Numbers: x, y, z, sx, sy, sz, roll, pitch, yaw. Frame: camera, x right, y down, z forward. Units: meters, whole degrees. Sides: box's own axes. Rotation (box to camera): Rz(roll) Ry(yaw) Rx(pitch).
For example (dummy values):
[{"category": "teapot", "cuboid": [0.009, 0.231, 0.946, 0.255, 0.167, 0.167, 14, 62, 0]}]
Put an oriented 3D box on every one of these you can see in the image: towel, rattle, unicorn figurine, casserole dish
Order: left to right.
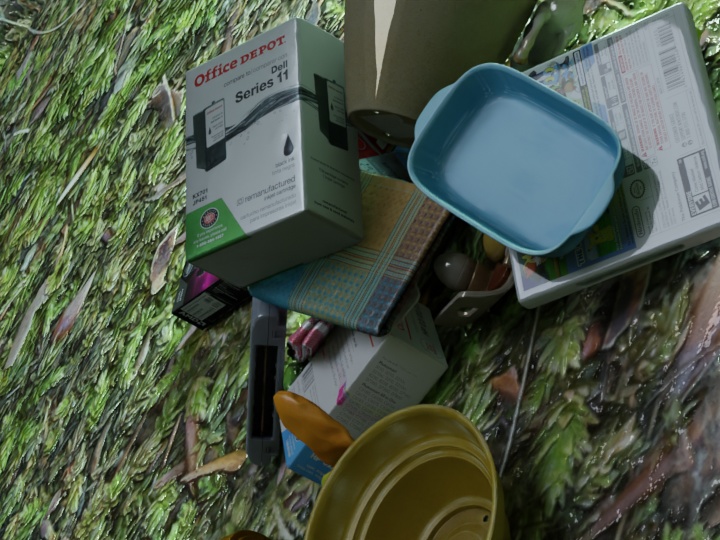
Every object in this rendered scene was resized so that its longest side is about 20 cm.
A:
[{"category": "rattle", "cuboid": [-0.038, 0.222, 1.475, 0.200, 0.143, 0.130, -62, 22, -4]}, {"category": "towel", "cuboid": [-0.008, -0.021, 1.581, 0.200, 0.022, 0.147, 17, 72, 50]}, {"category": "towel", "cuboid": [0.000, 0.000, 1.660, 0.200, 0.030, 0.146, -51, -3, -8]}, {"category": "casserole dish", "cuboid": [0.123, -0.081, 1.387, 0.200, 0.039, 0.121, 35, 90, 39]}, {"category": "unicorn figurine", "cuboid": [0.175, -0.209, 1.602, 0.200, 0.074, 0.138, -33, 25, 55]}]

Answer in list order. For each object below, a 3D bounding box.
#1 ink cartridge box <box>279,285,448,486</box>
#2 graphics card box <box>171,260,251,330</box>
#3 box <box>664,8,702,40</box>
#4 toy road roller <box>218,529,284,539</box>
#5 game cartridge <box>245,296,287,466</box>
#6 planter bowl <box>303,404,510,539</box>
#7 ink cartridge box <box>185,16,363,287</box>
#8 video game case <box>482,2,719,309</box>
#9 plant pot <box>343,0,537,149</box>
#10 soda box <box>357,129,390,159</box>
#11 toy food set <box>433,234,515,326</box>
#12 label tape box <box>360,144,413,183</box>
[{"category": "ink cartridge box", "cuboid": [0.011, 0.088, 1.604, 0.200, 0.068, 0.115, -53, 21, 18]}, {"category": "graphics card box", "cuboid": [-0.133, -0.026, 2.033, 0.200, 0.051, 0.126, -33, 37, 47]}, {"category": "box", "cuboid": [0.206, -0.103, 1.465, 0.122, 0.048, 0.200, -24, 43, 57]}, {"category": "toy road roller", "cuboid": [-0.097, 0.313, 1.522, 0.146, 0.123, 0.200, -28, 38, 32]}, {"category": "game cartridge", "cuboid": [-0.089, 0.074, 1.738, 0.133, 0.041, 0.200, -96, 9, -50]}, {"category": "planter bowl", "cuboid": [0.052, 0.209, 1.364, 0.200, 0.083, 0.201, -28, 46, 34]}, {"category": "ink cartridge box", "cuboid": [-0.080, -0.106, 1.607, 0.146, 0.083, 0.200, -22, 58, 33]}, {"category": "video game case", "cuboid": [0.189, -0.089, 1.384, 0.182, 0.022, 0.200, -22, 58, 24]}, {"category": "plant pot", "cuboid": [0.059, -0.215, 1.588, 0.187, 0.187, 0.200, -6, 64, 61]}, {"category": "soda box", "cuboid": [0.033, -0.197, 1.706, 0.070, 0.063, 0.200, -7, 43, 55]}, {"category": "toy food set", "cuboid": [0.112, -0.055, 1.510, 0.144, 0.060, 0.200, 119, 170, -77]}, {"category": "label tape box", "cuboid": [0.065, -0.144, 1.728, 0.143, 0.066, 0.200, -52, 24, -16]}]
